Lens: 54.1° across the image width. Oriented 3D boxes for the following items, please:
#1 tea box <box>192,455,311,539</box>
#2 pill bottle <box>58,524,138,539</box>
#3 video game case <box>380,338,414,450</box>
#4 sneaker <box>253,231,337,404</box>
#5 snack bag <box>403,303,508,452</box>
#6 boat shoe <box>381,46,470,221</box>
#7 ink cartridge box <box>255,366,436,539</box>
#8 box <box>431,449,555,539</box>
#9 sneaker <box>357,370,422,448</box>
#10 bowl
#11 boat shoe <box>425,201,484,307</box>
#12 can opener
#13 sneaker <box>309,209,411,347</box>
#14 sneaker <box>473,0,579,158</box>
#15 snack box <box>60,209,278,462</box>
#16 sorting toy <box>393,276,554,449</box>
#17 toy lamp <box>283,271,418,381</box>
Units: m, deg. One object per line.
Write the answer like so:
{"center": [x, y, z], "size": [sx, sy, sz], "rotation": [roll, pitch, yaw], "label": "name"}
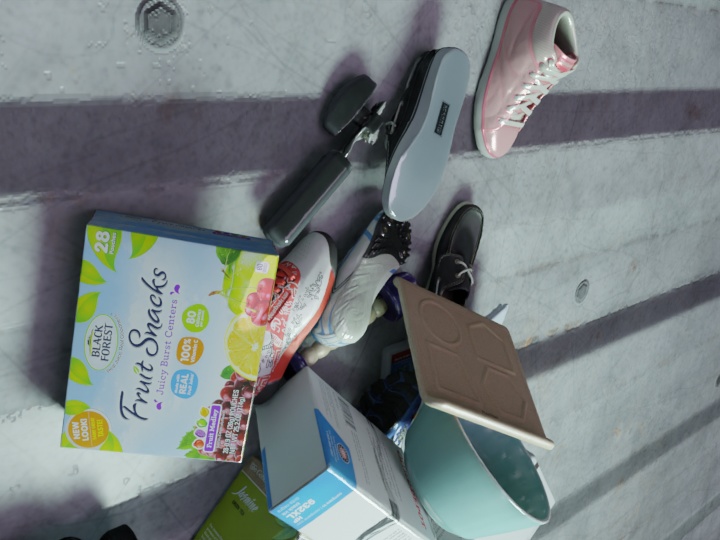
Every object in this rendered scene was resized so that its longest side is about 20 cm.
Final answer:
{"center": [-0.096, 0.368, 0.843], "size": [0.198, 0.132, 0.200], "rotation": [-53, 134, -10], "label": "tea box"}
{"center": [-0.298, 0.320, 0.651], "size": [0.197, 0.111, 0.115], "rotation": [-18, 120, -36], "label": "pill bottle"}
{"center": [0.081, 0.186, 1.009], "size": [0.140, 0.017, 0.206], "rotation": [-14, 117, -38], "label": "video game case"}
{"center": [-0.104, 0.040, 0.739], "size": [0.107, 0.067, 0.205], "rotation": [26, 92, -48], "label": "sneaker"}
{"center": [0.125, 0.153, 0.959], "size": [0.198, 0.021, 0.192], "rotation": [-29, 142, -48], "label": "snack bag"}
{"center": [0.060, -0.157, 0.805], "size": [0.072, 0.067, 0.205], "rotation": [15, 91, -41], "label": "boat shoe"}
{"center": [-0.017, 0.227, 0.775], "size": [0.083, 0.146, 0.200], "rotation": [-37, 124, 10], "label": "ink cartridge box"}
{"center": [0.182, 0.367, 1.090], "size": [0.200, 0.129, 0.201], "rotation": [-49, 139, -14], "label": "box"}
{"center": [0.027, 0.222, 0.936], "size": [0.078, 0.075, 0.202], "rotation": [25, 102, -45], "label": "sneaker"}
{"center": [0.123, 0.230, 0.834], "size": [0.104, 0.203, 0.200], "rotation": [-37, 137, 16], "label": "bowl"}
{"center": [0.128, 0.010, 0.934], "size": [0.071, 0.067, 0.205], "rotation": [21, 87, -33], "label": "boat shoe"}
{"center": [-0.040, -0.114, 0.753], "size": [0.066, 0.053, 0.202], "rotation": [37, 78, -10], "label": "can opener"}
{"center": [0.000, 0.000, 0.817], "size": [0.072, 0.071, 0.202], "rotation": [54, 51, -32], "label": "sneaker"}
{"center": [0.210, -0.235, 0.884], "size": [0.074, 0.104, 0.206], "rotation": [-4, 112, -43], "label": "sneaker"}
{"center": [-0.173, 0.063, 0.642], "size": [0.164, 0.068, 0.206], "rotation": [9, 102, -16], "label": "snack box"}
{"center": [0.122, 0.107, 0.809], "size": [0.182, 0.202, 0.037], "rotation": [25, 121, -28], "label": "sorting toy"}
{"center": [-0.010, 0.065, 0.845], "size": [0.198, 0.058, 0.059], "rotation": [-33, 128, -28], "label": "toy lamp"}
